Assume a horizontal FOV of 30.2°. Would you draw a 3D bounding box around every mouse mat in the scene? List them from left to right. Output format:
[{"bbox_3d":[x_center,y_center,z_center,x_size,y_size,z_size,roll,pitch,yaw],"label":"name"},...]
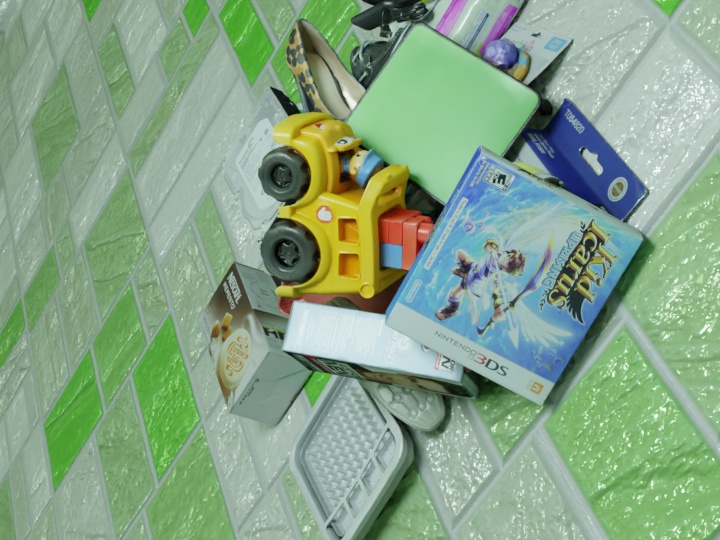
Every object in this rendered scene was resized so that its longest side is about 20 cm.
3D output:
[{"bbox_3d":[0.087,-0.173,1.488,0.200,0.008,0.161,38,94,32],"label":"mouse mat"}]

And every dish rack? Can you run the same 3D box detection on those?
[{"bbox_3d":[-0.007,0.217,1.573,0.172,0.044,0.200,-60,33,18],"label":"dish rack"}]

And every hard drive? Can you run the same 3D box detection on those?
[{"bbox_3d":[-0.113,-0.134,1.716,0.140,0.038,0.200,-56,35,20],"label":"hard drive"}]

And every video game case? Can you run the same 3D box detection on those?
[{"bbox_3d":[0.149,0.007,1.318,0.200,0.181,0.045,-61,6,15],"label":"video game case"}]

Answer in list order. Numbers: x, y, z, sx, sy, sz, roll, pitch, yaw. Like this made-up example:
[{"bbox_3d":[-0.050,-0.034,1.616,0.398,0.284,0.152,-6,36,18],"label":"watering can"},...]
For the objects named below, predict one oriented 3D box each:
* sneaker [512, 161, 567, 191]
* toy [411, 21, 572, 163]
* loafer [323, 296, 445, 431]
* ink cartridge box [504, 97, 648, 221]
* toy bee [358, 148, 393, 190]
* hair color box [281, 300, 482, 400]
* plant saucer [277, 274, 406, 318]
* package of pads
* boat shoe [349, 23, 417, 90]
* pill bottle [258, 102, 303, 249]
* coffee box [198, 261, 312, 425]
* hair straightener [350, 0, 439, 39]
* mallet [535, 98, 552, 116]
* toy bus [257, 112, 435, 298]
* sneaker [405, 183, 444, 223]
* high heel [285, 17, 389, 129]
[{"bbox_3d":[0.134,-0.028,1.389,0.200,0.078,0.090,-51,36,13],"label":"sneaker"},{"bbox_3d":[0.132,-0.217,1.518,0.200,0.047,0.115,-48,35,-5],"label":"toy"},{"bbox_3d":[0.027,0.109,1.528,0.070,0.070,0.200,-39,63,-5],"label":"loafer"},{"bbox_3d":[0.192,-0.063,1.421,0.200,0.041,0.200,-56,35,22],"label":"ink cartridge box"},{"bbox_3d":[0.015,-0.115,1.658,0.131,0.109,0.200,-16,18,33],"label":"toy bee"},{"bbox_3d":[0.028,0.086,1.440,0.200,0.099,0.061,8,76,19],"label":"hair color box"},{"bbox_3d":[0.000,0.000,1.585,0.200,0.037,0.200,29,118,31],"label":"plant saucer"},{"bbox_3d":[0.112,-0.325,1.658,0.155,0.068,0.200,-59,33,16],"label":"package of pads"},{"bbox_3d":[0.016,-0.245,1.627,0.072,0.071,0.200,-54,3,-33],"label":"boat shoe"},{"bbox_3d":[-0.065,-0.112,1.771,0.113,0.113,0.200,3,76,57],"label":"pill bottle"},{"bbox_3d":[-0.143,0.097,1.810,0.114,0.080,0.200,-55,35,23],"label":"coffee box"},{"bbox_3d":[0.054,-0.319,1.651,0.200,0.041,0.077,2,74,53],"label":"hair straightener"},{"bbox_3d":[0.145,-0.169,1.558,0.200,0.066,0.041,3,47,42],"label":"mallet"},{"bbox_3d":[-0.002,-0.068,1.465,0.192,0.136,0.200,6,108,26],"label":"toy bus"},{"bbox_3d":[0.101,-0.112,1.555,0.200,0.078,0.086,-45,37,35],"label":"sneaker"},{"bbox_3d":[-0.022,-0.225,1.584,0.200,0.071,0.143,18,125,52],"label":"high heel"}]
